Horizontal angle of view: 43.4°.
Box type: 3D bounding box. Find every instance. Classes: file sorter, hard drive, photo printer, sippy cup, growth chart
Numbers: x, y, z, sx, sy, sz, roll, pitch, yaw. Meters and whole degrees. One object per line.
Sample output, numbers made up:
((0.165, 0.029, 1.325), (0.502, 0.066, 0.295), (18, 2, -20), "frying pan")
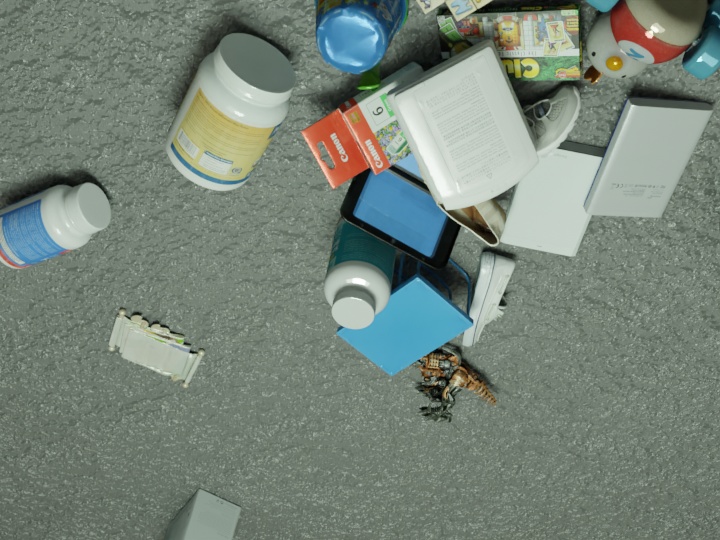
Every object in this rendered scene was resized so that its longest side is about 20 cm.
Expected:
((0.080, 0.060, 1.575), (0.138, 0.124, 0.199), (38, 127, -24), "file sorter")
((0.310, -0.115, 1.447), (0.130, 0.026, 0.202), (11, 133, 0), "hard drive")
((0.150, -0.195, 1.271), (0.165, 0.070, 0.202), (-27, 107, 6), "photo printer")
((-0.005, -0.341, 1.229), (0.177, 0.131, 0.139), (39, 126, -23), "sippy cup")
((0.429, -0.166, 1.363), (0.130, 0.026, 0.202), (1, 133, -11), "hard drive")
((-0.410, 0.156, 1.814), (0.198, 0.018, 0.145), (28, 129, -15), "growth chart")

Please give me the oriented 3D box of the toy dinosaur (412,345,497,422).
((0.167, 0.215, 1.726), (0.199, 0.102, 0.137), (34, 114, 7), "toy dinosaur")

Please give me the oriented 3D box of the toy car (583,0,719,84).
((0.354, -0.305, 1.187), (0.183, 0.178, 0.200), (31, 143, -5), "toy car")

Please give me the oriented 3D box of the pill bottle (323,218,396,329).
((0.000, 0.000, 1.483), (0.109, 0.201, 0.112), (5, 132, 5), "pill bottle")

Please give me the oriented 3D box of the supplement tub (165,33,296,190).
((-0.192, -0.233, 1.345), (0.143, 0.146, 0.200), (27, 131, -15), "supplement tub")

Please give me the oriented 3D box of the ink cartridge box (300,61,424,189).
((0.023, -0.208, 1.336), (0.198, 0.050, 0.110), (-31, 113, 1), "ink cartridge box")

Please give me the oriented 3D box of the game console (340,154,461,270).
((0.096, -0.129, 1.409), (0.198, 0.117, 0.176), (27, 130, -15), "game console")

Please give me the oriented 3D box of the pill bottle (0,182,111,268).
((-0.533, -0.081, 1.559), (0.198, 0.113, 0.113), (-17, 127, 24), "pill bottle")

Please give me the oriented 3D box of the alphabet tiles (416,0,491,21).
((0.139, -0.432, 1.188), (0.198, 0.006, 0.167), (-26, 112, 28), "alphabet tiles")

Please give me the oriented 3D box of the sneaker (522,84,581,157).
((0.235, -0.204, 1.329), (0.199, 0.075, 0.082), (-40, 126, 23), "sneaker")

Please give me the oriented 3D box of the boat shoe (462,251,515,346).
((0.224, 0.060, 1.583), (0.066, 0.074, 0.202), (11, 132, 2), "boat shoe")

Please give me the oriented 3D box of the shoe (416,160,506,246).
((0.154, -0.111, 1.365), (0.069, 0.054, 0.200), (-21, 130, 41), "shoe")

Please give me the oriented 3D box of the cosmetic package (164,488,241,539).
((-0.395, 0.666, 2.141), (0.122, 0.201, 0.200), (27, 130, -15), "cosmetic package")

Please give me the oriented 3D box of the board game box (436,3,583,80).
((0.208, -0.316, 1.262), (0.197, 0.024, 0.106), (4, 133, 22), "board game box")
